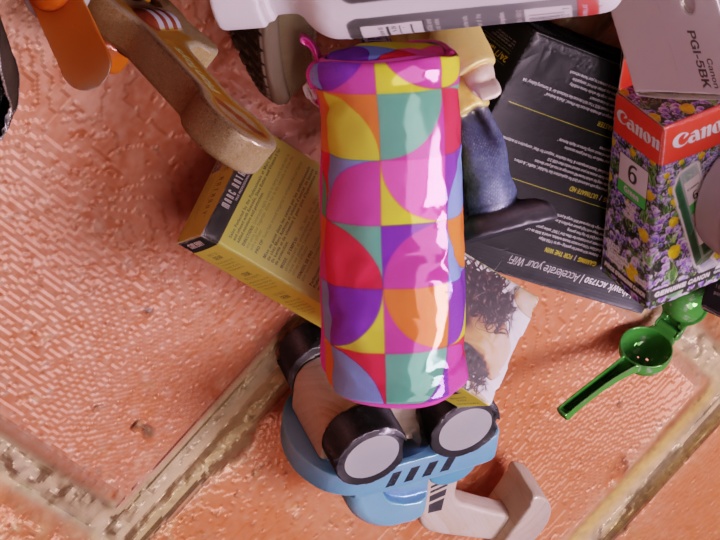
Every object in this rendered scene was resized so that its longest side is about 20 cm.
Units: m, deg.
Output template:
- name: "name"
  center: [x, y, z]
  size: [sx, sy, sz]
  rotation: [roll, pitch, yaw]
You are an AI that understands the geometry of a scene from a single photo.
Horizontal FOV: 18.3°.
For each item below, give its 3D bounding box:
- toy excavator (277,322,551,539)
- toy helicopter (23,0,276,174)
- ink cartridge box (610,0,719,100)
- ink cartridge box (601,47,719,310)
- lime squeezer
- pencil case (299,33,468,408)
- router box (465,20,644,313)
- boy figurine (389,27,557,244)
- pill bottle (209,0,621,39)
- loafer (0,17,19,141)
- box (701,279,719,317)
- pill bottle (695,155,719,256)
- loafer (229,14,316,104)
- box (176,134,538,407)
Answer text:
- name: "toy excavator"
  center: [0.038, 0.118, 1.419]
  size: [0.193, 0.100, 0.201]
  rotation: [-13, 137, -22]
- name: "toy helicopter"
  center: [-0.110, -0.117, 1.097]
  size: [0.079, 0.200, 0.132]
  rotation: [-51, 144, 12]
- name: "ink cartridge box"
  center: [0.216, -0.200, 1.205]
  size: [0.200, 0.083, 0.148]
  rotation: [-35, 115, -34]
- name: "ink cartridge box"
  center: [0.206, -0.083, 1.334]
  size: [0.108, 0.050, 0.201]
  rotation: [-21, 132, -25]
- name: "lime squeezer"
  center: [0.198, 0.026, 1.476]
  size: [0.200, 0.038, 0.071]
  rotation: [-49, 139, -6]
- name: "pencil case"
  center: [0.014, -0.029, 1.191]
  size: [0.088, 0.088, 0.202]
  rotation: [-10, 105, -26]
- name: "router box"
  center: [0.130, -0.065, 1.372]
  size: [0.199, 0.051, 0.150]
  rotation: [16, 109, -39]
- name: "boy figurine"
  center: [0.048, -0.114, 1.250]
  size: [0.064, 0.124, 0.202]
  rotation: [-14, 87, -14]
- name: "pill bottle"
  center: [0.025, -0.174, 1.084]
  size: [0.198, 0.116, 0.117]
  rotation: [-5, 126, 5]
- name: "loafer"
  center: [-0.212, -0.144, 1.104]
  size: [0.073, 0.071, 0.201]
  rotation: [-32, 130, -10]
- name: "box"
  center: [0.329, -0.048, 1.441]
  size: [0.148, 0.107, 0.202]
  rotation: [5, 104, -38]
- name: "pill bottle"
  center: [0.288, -0.001, 1.277]
  size: [0.112, 0.200, 0.114]
  rotation: [-22, 132, -26]
- name: "loafer"
  center: [-0.034, -0.183, 1.185]
  size: [0.068, 0.076, 0.201]
  rotation: [-12, 123, -18]
- name: "box"
  center: [0.000, 0.000, 1.275]
  size: [0.199, 0.050, 0.076]
  rotation: [29, 75, -16]
